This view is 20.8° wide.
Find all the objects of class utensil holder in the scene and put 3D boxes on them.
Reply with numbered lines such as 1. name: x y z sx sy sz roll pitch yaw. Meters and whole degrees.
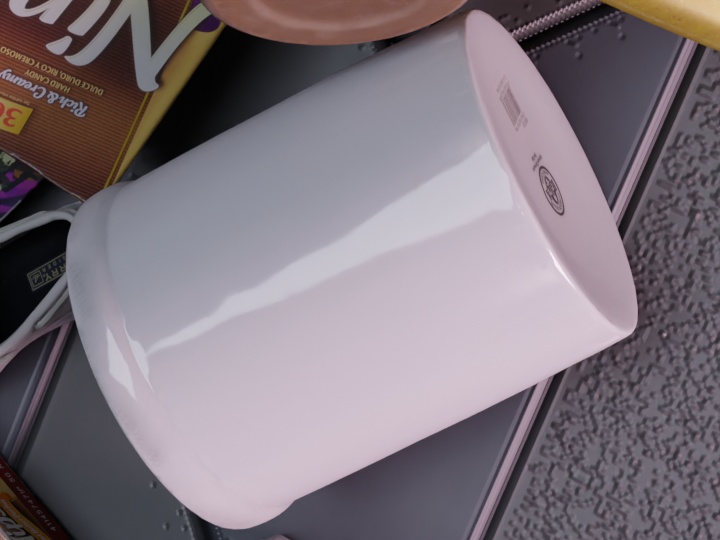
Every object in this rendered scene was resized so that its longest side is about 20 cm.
1. utensil holder: 0.000 0.000 0.869 0.200 0.170 0.170 -26 79 18

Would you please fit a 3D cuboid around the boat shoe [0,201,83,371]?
1. boat shoe: -0.202 0.026 1.010 0.200 0.066 0.072 -27 78 20

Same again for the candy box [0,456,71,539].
1. candy box: -0.245 0.186 1.030 0.115 0.055 0.200 47 106 18

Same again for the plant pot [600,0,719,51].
1. plant pot: 0.179 -0.173 0.774 0.176 0.200 0.200 30 102 -11

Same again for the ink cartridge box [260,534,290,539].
1. ink cartridge box: -0.037 0.196 0.861 0.145 0.200 0.084 26 102 22

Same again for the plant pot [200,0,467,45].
1. plant pot: -0.015 -0.191 0.774 0.200 0.200 0.175 -12 70 23

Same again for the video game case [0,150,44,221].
1. video game case: -0.209 -0.134 0.972 0.181 0.036 0.200 -40 109 22

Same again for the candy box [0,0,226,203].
1. candy box: -0.116 -0.143 0.913 0.117 0.056 0.200 33 96 -18
